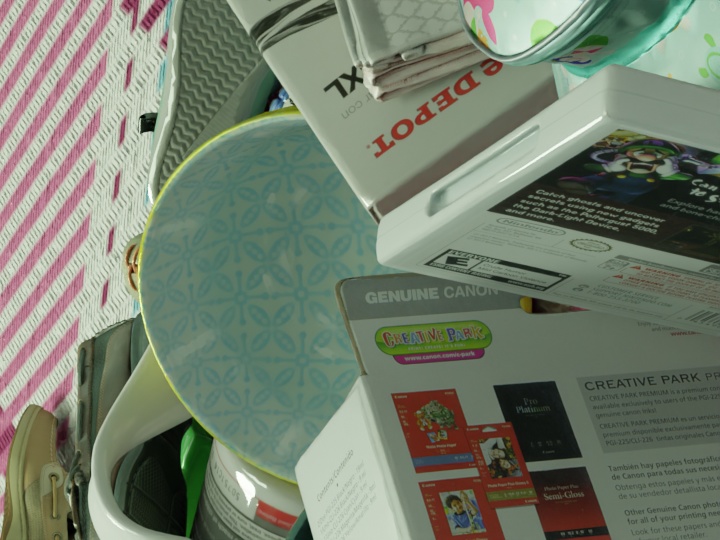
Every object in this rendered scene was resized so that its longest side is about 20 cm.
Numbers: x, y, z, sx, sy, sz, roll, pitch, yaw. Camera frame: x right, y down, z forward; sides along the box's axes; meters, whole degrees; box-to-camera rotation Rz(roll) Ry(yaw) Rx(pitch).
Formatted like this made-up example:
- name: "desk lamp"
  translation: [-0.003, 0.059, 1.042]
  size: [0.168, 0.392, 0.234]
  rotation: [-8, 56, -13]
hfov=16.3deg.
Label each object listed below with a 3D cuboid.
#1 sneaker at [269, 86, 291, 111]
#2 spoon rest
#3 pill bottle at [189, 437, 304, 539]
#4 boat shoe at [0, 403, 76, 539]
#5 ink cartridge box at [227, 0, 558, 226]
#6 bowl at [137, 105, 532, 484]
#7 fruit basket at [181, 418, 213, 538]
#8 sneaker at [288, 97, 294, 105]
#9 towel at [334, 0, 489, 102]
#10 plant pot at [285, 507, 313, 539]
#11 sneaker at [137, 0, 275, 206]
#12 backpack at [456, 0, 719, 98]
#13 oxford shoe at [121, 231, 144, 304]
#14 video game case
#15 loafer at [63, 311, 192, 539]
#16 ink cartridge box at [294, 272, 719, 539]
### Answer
- name: "sneaker"
  translation: [-0.021, -0.004, 1.382]
  size: [0.085, 0.077, 0.200]
  rotation: [26, 116, 58]
- name: "spoon rest"
  translation: [-0.104, 0.071, 1.315]
  size: [0.099, 0.061, 0.200]
  rotation: [104, 175, -46]
- name: "pill bottle"
  translation: [-0.042, 0.168, 1.390]
  size: [0.114, 0.114, 0.200]
  rotation: [-121, 38, -46]
- name: "boat shoe"
  translation: [-0.233, 0.184, 1.864]
  size: [0.071, 0.064, 0.200]
  rotation: [102, 171, -46]
- name: "ink cartridge box"
  translation: [0.030, -0.118, 1.128]
  size: [0.200, 0.146, 0.084]
  rotation: [56, -177, 33]
- name: "bowl"
  translation: [0.000, 0.000, 1.267]
  size: [0.108, 0.200, 0.200]
  rotation: [-46, -31, -62]
- name: "fruit basket"
  translation: [-0.114, 0.124, 1.541]
  size: [0.185, 0.094, 0.200]
  rotation: [-67, 23, 10]
- name: "sneaker"
  translation: [0.037, -0.125, 1.264]
  size: [0.200, 0.076, 0.088]
  rotation: [-14, 64, 55]
- name: "towel"
  translation: [0.063, -0.188, 1.083]
  size: [0.032, 0.191, 0.200]
  rotation: [58, -168, -59]
- name: "plant pot"
  translation: [0.045, 0.195, 1.122]
  size: [0.161, 0.200, 0.201]
  rotation: [109, 149, -58]
- name: "sneaker"
  translation: [-0.085, -0.135, 1.513]
  size: [0.118, 0.074, 0.201]
  rotation: [-105, 33, -73]
- name: "backpack"
  translation: [0.119, -0.130, 0.912]
  size: [0.178, 0.150, 0.200]
  rotation: [-31, 68, 61]
- name: "oxford shoe"
  translation: [-0.106, 0.008, 1.490]
  size: [0.200, 0.074, 0.071]
  rotation: [149, 127, -86]
- name: "video game case"
  translation: [0.132, -0.016, 0.903]
  size: [0.182, 0.200, 0.023]
  rotation: [148, 131, -62]
- name: "loafer"
  translation: [-0.133, 0.111, 1.390]
  size: [0.072, 0.063, 0.200]
  rotation: [56, -152, -43]
- name: "ink cartridge box"
  translation: [0.086, 0.090, 1.005]
  size: [0.084, 0.200, 0.176]
  rotation: [123, 138, -52]
